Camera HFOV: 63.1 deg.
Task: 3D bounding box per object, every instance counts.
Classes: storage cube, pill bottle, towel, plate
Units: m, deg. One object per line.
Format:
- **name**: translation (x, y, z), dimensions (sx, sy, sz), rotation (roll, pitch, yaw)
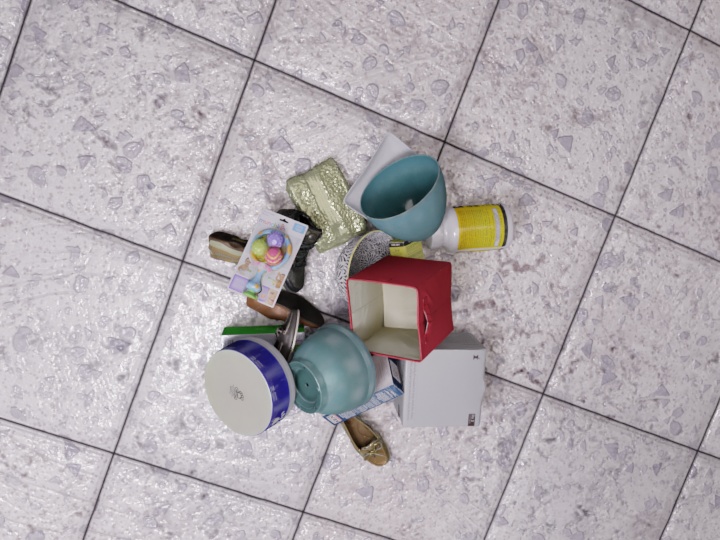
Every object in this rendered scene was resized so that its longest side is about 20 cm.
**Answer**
- **storage cube**: translation (0.092, 0.077, 1.304), dimensions (0.198, 0.179, 0.173), rotation (7, 111, 33)
- **pill bottle**: translation (0.261, -0.101, 1.427), dimensions (0.198, 0.112, 0.114), rotation (-4, 97, -7)
- **towel**: translation (-0.079, -0.156, 1.417), dimensions (0.147, 0.036, 0.201), rotation (-28, 99, -4)
- **plate**: translation (0.084, -0.196, 1.421), dimensions (0.199, 0.032, 0.201), rotation (33, 91, -21)

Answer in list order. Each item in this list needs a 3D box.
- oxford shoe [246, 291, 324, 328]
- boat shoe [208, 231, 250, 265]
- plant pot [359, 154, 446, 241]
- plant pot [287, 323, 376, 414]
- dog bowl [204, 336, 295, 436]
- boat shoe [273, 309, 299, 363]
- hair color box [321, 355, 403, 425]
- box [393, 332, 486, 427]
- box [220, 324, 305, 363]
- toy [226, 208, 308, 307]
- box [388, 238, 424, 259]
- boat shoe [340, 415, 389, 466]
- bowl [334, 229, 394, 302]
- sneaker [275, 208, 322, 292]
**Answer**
- **oxford shoe**: translation (-0.183, 0.097, 1.427), dimensions (0.199, 0.072, 0.072), rotation (26, 120, -9)
- **boat shoe**: translation (-0.267, -0.029, 1.378), dimensions (0.198, 0.072, 0.077), rotation (20, 116, 19)
- **plant pot**: translation (0.116, -0.145, 1.336), dimensions (0.200, 0.200, 0.135), rotation (-39, 127, -1)
- **plant pot**: translation (-0.082, 0.232, 1.289), dimensions (0.134, 0.199, 0.202), rotation (-20, 101, -45)
- **dog bowl**: translation (-0.242, 0.251, 1.273), dimensions (0.198, 0.079, 0.202), rotation (10, 109, 30)
- **boat shoe**: translation (-0.185, 0.182, 1.332), dimensions (0.056, 0.067, 0.202), rotation (14, 95, -13)
- **hair color box**: translation (-0.002, 0.282, 1.410), dimensions (0.199, 0.101, 0.061), rotation (-27, 134, 16)
- **box**: translation (0.191, 0.265, 1.443), dimensions (0.198, 0.131, 0.201), rotation (1, 101, -8)
- **box**: translation (-0.230, 0.228, 1.411), dimensions (0.198, 0.097, 0.179), rotation (-2, 97, -7)
- **toy**: translation (-0.207, -0.033, 1.294), dimensions (0.114, 0.047, 0.202), rotation (21, 81, 5)
- **box**: translation (0.124, 0.018, 1.421), dimensions (0.075, 0.050, 0.202), rotation (-28, 110, -46)
- **boat shoe**: translation (0.004, 0.423, 1.479), dimensions (0.073, 0.063, 0.200), rotation (-40, 100, -2)
- **bowl**: translation (0.000, 0.000, 1.398), dimensions (0.200, 0.094, 0.203), rotation (-15, 110, -49)
- **sneaker**: translation (-0.145, -0.045, 1.379), dimensions (0.076, 0.114, 0.202), rotation (-7, 98, -45)
